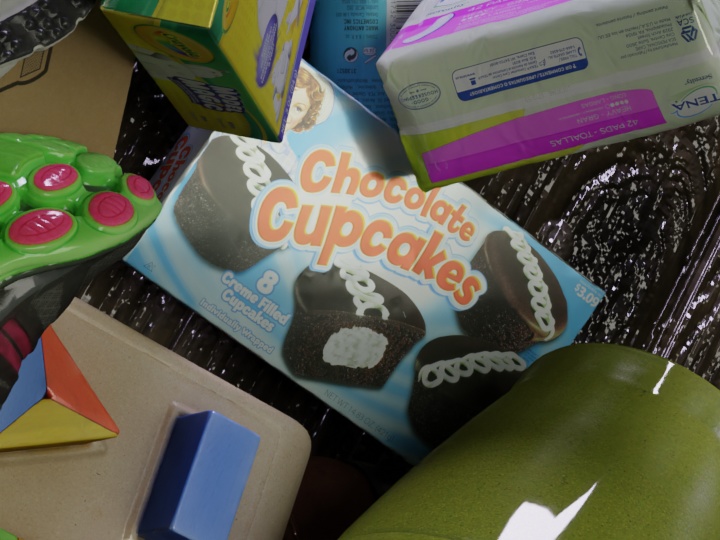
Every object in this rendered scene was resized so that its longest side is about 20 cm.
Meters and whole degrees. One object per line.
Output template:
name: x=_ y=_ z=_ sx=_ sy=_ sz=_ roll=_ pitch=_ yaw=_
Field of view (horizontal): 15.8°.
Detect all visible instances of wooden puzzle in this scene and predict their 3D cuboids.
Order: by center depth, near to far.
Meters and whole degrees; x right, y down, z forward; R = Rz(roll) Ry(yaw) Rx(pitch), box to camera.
wooden puzzle: x=-0.107 y=0.107 z=1.022 sx=0.200 sy=0.046 sz=0.185 roll=34 pitch=62 yaw=-33

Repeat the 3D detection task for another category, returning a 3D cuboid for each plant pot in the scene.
plant pot: x=0.083 y=0.138 z=1.082 sx=0.200 sy=0.200 sz=0.193 roll=56 pitch=49 yaw=-22

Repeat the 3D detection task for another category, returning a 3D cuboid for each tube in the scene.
tube: x=0.004 y=-0.048 z=1.186 sx=0.077 sy=0.050 sz=0.200 roll=-3 pitch=96 yaw=-24

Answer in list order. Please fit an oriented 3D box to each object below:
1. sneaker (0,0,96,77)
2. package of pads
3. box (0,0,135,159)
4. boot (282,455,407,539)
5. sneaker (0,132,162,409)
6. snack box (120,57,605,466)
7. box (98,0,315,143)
sneaker: x=-0.165 y=-0.078 z=0.928 sx=0.074 sy=0.080 sz=0.200 roll=47 pitch=62 yaw=-17
package of pads: x=0.101 y=-0.112 z=1.150 sx=0.068 sy=0.154 sz=0.200 roll=68 pitch=25 yaw=-18
box: x=-0.171 y=-0.096 z=0.967 sx=0.200 sy=0.021 sz=0.164 roll=6 pitch=104 yaw=-37
boot: x=-0.056 y=0.168 z=1.111 sx=0.200 sy=0.068 sz=0.188 roll=7 pitch=85 yaw=-39
sneaker: x=-0.151 y=0.017 z=0.957 sx=0.077 sy=0.084 sz=0.200 roll=35 pitch=49 yaw=17
snack box: x=0.000 y=0.000 z=1.150 sx=0.200 sy=0.037 sz=0.116 roll=36 pitch=86 yaw=-22
box: x=-0.053 y=-0.131 z=1.007 sx=0.200 sy=0.048 sz=0.117 roll=50 pitch=52 yaw=-76
